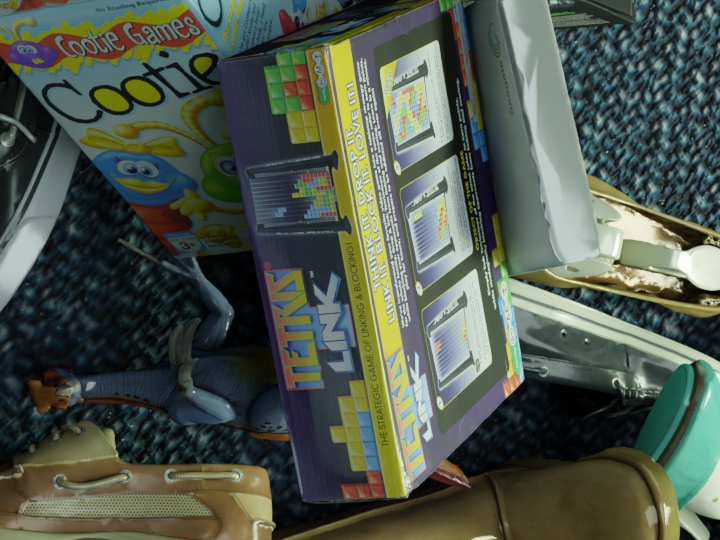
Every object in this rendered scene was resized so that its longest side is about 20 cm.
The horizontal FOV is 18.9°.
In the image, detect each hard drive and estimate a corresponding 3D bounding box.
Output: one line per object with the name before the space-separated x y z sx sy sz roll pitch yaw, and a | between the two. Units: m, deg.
hard drive | 0.061 -0.062 1.089 0.027 0.200 0.132 -13 90 -16

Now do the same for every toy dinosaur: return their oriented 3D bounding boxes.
toy dinosaur | -0.068 0.068 1.090 0.181 0.105 0.201 -20 105 17

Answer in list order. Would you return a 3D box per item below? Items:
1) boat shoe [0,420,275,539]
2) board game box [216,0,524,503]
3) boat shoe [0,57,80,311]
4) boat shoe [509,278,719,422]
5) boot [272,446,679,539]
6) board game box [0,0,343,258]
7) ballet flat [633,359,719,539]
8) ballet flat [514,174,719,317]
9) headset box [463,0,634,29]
boat shoe | -0.139 0.115 1.081 0.199 0.076 0.074 9 74 -7
board game box | 0.010 -0.016 0.984 0.165 0.057 0.201 -32 115 -61
boat shoe | -0.172 -0.069 1.054 0.068 0.074 0.200 26 82 -24
boat shoe | 0.138 0.057 1.228 0.199 0.075 0.062 20 89 -21
boot | 0.044 0.149 1.135 0.199 0.175 0.066 -12 89 -29
board game box | -0.078 -0.104 0.999 0.200 0.103 0.105 54 36 -51
ballet flat | 0.170 0.122 1.195 0.070 0.200 0.067 24 46 -4
ballet flat | 0.148 -0.017 1.228 0.199 0.063 0.069 11 90 -27
headset box | 0.061 -0.219 1.079 0.200 0.092 0.175 3 87 -62
